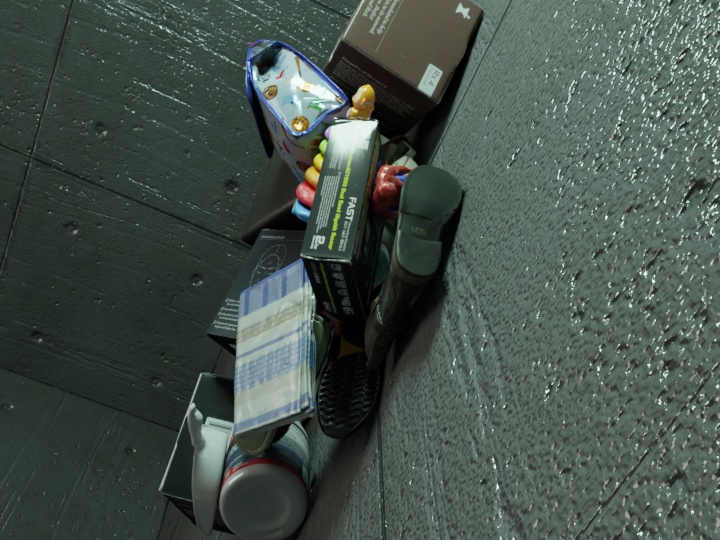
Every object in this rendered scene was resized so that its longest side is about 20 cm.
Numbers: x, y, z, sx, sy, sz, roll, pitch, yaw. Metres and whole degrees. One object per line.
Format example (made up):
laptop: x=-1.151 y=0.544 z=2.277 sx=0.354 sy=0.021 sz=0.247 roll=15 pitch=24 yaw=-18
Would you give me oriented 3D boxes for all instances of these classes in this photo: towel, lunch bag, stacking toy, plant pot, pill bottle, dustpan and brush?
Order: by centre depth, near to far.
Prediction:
towel: x=-0.105 y=0.097 z=1.013 sx=0.146 sy=0.024 sz=0.204 roll=-26 pitch=54 yaw=38
dustpan and brush: x=-0.214 y=0.251 z=1.129 sx=0.141 sy=0.056 sz=0.202 roll=-87 pitch=9 yaw=-48
stacking toy: x=-0.020 y=-0.160 z=1.144 sx=0.116 sy=0.108 sz=0.203 roll=-87 pitch=14 yaw=-69
pill bottle: x=-0.131 y=0.271 z=1.161 sx=0.201 sy=0.118 sz=0.121 roll=-96 pitch=30 yaw=-67
lunch bag: x=-0.097 y=-0.232 z=1.248 sx=0.123 sy=0.201 sz=0.171 roll=-33 pitch=-29 yaw=-10
plant pot: x=-0.061 y=-0.120 z=1.402 sx=0.177 sy=0.197 sz=0.203 roll=-27 pitch=42 yaw=59

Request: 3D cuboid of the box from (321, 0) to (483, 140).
box: x=0.050 y=-0.325 z=1.226 sx=0.168 sy=0.162 sz=0.200 roll=-62 pitch=9 yaw=-15

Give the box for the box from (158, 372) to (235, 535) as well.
box: x=-0.219 y=0.307 z=1.349 sx=0.198 sy=0.121 sz=0.203 roll=84 pitch=-161 yaw=-61

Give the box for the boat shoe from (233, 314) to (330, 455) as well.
boat shoe: x=-0.095 y=0.143 z=1.062 sx=0.203 sy=0.071 sz=0.060 roll=-58 pitch=-17 yaw=10

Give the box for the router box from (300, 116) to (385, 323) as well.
router box: x=-0.013 y=-0.059 z=0.998 sx=0.151 sy=0.061 sz=0.203 roll=77 pitch=-160 yaw=-59

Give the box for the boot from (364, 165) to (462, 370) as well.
boot: x=0.049 y=-0.006 z=0.956 sx=0.175 sy=0.068 sz=0.202 roll=112 pitch=179 yaw=-49

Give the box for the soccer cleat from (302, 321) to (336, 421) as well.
soccer cleat: x=-0.084 y=0.134 z=1.307 sx=0.068 sy=0.072 sz=0.204 roll=-178 pitch=108 yaw=-78

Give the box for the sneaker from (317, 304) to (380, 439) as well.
sneaker: x=-0.013 y=0.135 z=1.015 sx=0.091 sy=0.068 sz=0.202 roll=101 pitch=180 yaw=-46

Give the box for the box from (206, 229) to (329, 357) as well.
box: x=-0.125 y=0.047 z=1.296 sx=0.147 sy=0.107 sz=0.203 roll=4 pitch=60 yaw=47

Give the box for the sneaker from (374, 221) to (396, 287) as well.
sneaker: x=0.000 y=0.000 z=1.194 sx=0.200 sy=0.077 sz=0.092 roll=-45 pitch=14 yaw=50

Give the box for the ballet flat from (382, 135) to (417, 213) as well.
ballet flat: x=0.054 y=-0.147 z=1.194 sx=0.065 sy=0.070 sz=0.201 roll=-44 pitch=24 yaw=22

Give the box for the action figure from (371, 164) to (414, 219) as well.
action figure: x=0.048 y=-0.096 z=1.013 sx=0.200 sy=0.051 sz=0.067 roll=-14 pitch=-60 yaw=-76
